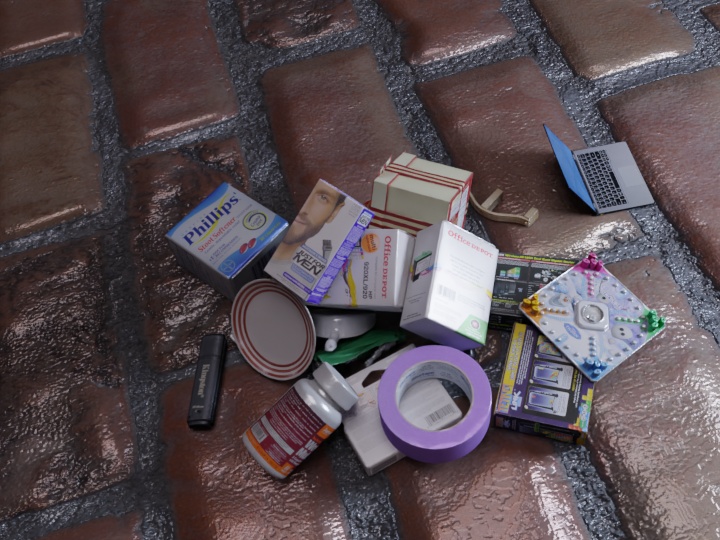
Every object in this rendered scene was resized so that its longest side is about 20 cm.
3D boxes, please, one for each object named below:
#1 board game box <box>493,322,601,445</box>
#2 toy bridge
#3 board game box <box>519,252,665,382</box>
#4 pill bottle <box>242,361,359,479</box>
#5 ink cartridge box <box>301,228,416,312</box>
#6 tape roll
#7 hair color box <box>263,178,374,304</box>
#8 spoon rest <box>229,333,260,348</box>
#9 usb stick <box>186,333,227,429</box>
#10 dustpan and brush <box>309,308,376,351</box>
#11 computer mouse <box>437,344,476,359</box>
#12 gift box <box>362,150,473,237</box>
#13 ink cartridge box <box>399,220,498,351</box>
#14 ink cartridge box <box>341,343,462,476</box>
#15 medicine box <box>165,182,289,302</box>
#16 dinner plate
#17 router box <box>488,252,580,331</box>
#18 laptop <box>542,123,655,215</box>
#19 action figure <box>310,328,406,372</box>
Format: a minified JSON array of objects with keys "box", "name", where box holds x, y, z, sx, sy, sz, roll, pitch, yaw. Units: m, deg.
[{"box":[0.343,0.204,1.569,0.165,0.057,0.201,10,55,16],"name":"board game box"},{"box":[0.282,-0.147,1.850,0.200,0.027,0.067,33,66,27],"name":"toy bridge"},{"box":[0.433,0.080,1.594,0.200,0.026,0.200,-32,63,-22],"name":"board game box"},{"box":[-0.104,0.263,1.521,0.200,0.110,0.110,-43,58,0],"name":"pill bottle"},{"box":[0.000,0.000,1.640,0.199,0.145,0.148,1,85,21],"name":"ink cartridge box"},{"box":[0.131,0.235,1.518,0.199,0.066,0.201,-3,56,4],"name":"tape roll"},{"box":[-0.076,-0.052,1.564,0.109,0.065,0.200,34,94,22],"name":"hair color box"},{"box":[-0.162,0.093,1.708,0.200,0.099,0.061,-38,78,-2],"name":"spoon rest"},{"box":[-0.297,0.212,1.664,0.055,0.033,0.201,-1,54,6],"name":"usb stick"},{"box":[-0.046,0.113,1.646,0.139,0.200,0.058,0,94,7],"name":"dustpan and brush"},{"box":[0.158,0.118,1.677,0.059,0.034,0.200,-42,52,4],"name":"computer mouse"},{"box":[0.113,-0.140,1.743,0.186,0.201,0.185,16,28,17],"name":"gift box"},{"box":[0.167,0.030,1.598,0.144,0.084,0.201,25,63,-27],"name":"ink cartridge box"},{"box":[0.059,0.253,1.579,0.199,0.045,0.176,-26,56,-12],"name":"ink cartridge box"},{"box":[-0.273,-0.059,1.815,0.200,0.103,0.182,32,64,26],"name":"medicine box"},{"box":[-0.163,0.111,1.633,0.200,0.201,0.024,25,25,24],"name":"dinner plate"},{"box":[0.324,0.045,1.683,0.199,0.062,0.150,7,56,13],"name":"router box"},{"box":[0.505,-0.226,1.822,0.199,0.116,0.188,-11,54,0],"name":"laptop"},{"box":[0.002,0.151,1.642,0.199,0.055,0.118,-17,15,-21],"name":"action figure"}]
